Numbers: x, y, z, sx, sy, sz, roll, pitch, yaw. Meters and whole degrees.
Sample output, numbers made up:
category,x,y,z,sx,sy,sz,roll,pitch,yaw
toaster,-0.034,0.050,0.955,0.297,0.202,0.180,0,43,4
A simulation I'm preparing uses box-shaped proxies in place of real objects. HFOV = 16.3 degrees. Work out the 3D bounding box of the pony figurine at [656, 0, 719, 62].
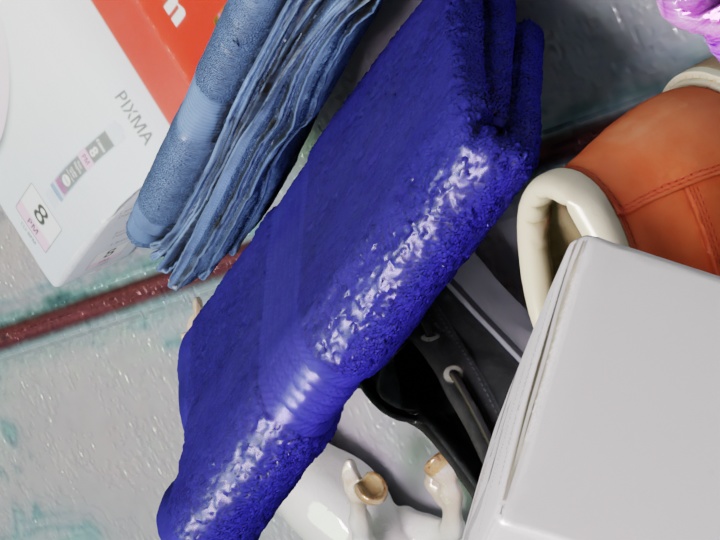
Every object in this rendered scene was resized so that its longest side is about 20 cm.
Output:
category,x,y,z,sx,sy,sz,roll,pitch,yaw
pony figurine,0.082,-0.135,0.670,0.193,0.167,0.200,25,124,32

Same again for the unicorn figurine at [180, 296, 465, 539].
category,x,y,z,sx,sy,sz,roll,pitch,yaw
unicorn figurine,-0.008,0.107,1.064,0.200,0.074,0.137,61,158,29

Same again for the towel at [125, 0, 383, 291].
category,x,y,z,sx,sy,sz,roll,pitch,yaw
towel,-0.024,-0.086,0.921,0.049,0.112,0.200,28,139,-2

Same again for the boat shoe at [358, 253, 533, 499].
category,x,y,z,sx,sy,sz,roll,pitch,yaw
boat shoe,0.025,0.029,0.945,0.200,0.057,0.069,42,149,46

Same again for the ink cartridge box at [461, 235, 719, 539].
category,x,y,z,sx,sy,sz,roll,pitch,yaw
ink cartridge box,0.106,0.077,0.707,0.146,0.083,0.200,17,162,3

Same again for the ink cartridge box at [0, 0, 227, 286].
category,x,y,z,sx,sy,sz,roll,pitch,yaw
ink cartridge box,-0.128,-0.105,1.092,0.163,0.057,0.200,57,150,9

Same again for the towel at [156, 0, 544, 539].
category,x,y,z,sx,sy,sz,roll,pitch,yaw
towel,0.000,0.000,0.879,0.050,0.148,0.200,28,118,-16

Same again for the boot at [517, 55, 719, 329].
category,x,y,z,sx,sy,sz,roll,pitch,yaw
boot,0.100,0.037,0.838,0.075,0.107,0.200,17,127,44
